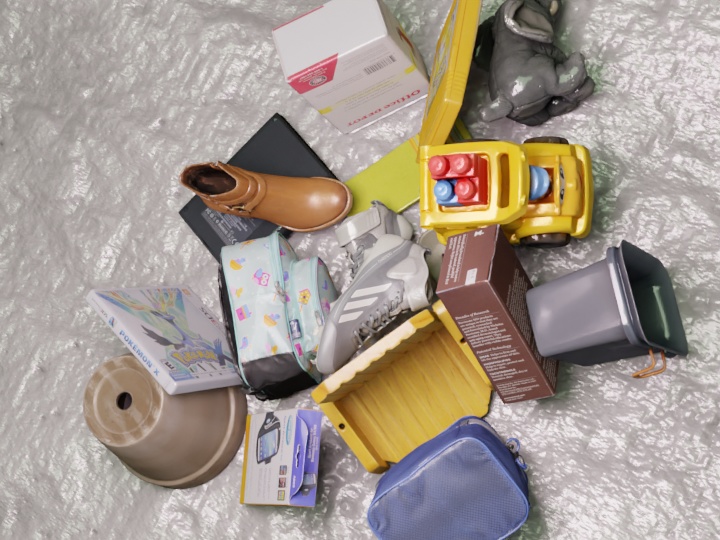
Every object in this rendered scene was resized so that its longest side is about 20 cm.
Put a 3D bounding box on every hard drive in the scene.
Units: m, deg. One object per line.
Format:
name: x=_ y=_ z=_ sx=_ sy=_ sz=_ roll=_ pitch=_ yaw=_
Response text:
hard drive: x=-0.140 y=-0.101 z=1.863 sx=0.200 sy=0.033 sz=0.140 roll=-44 pitch=68 yaw=9

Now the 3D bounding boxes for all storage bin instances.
storage bin: x=0.292 y=0.063 z=1.601 sx=0.134 sy=0.200 sz=0.146 roll=-19 pitch=73 yaw=26

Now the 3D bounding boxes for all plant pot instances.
plant pot: x=-0.272 y=0.180 z=1.777 sx=0.199 sy=0.173 sz=0.201 roll=-5 pitch=76 yaw=18

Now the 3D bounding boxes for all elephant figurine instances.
elephant figurine: x=0.206 y=-0.295 z=1.735 sx=0.141 sy=0.155 sz=0.201 roll=-25 pitch=76 yaw=19

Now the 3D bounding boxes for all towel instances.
towel: x=0.064 y=-0.128 z=1.812 sx=0.200 sy=0.018 sz=0.086 roll=-33 pitch=64 yaw=11

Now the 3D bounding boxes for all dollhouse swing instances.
dollhouse swing: x=0.059 y=0.152 z=1.627 sx=0.200 sy=0.176 sz=0.182 roll=-35 pitch=97 yaw=5

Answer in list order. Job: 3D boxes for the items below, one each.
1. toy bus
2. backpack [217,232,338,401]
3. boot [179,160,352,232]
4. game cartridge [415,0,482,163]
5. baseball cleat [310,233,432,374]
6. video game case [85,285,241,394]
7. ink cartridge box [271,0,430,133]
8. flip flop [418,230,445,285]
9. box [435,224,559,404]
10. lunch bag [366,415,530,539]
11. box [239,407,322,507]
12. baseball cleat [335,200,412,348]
toy bus: x=0.162 y=-0.102 z=1.598 sx=0.199 sy=0.192 sz=0.136 roll=-2 pitch=82 yaw=21
backpack: x=-0.104 y=0.050 z=1.744 sx=0.153 sy=0.176 sz=0.201 roll=-22 pitch=76 yaw=6
boot: x=-0.124 y=-0.106 z=1.755 sx=0.199 sy=0.155 sz=0.077 roll=9 pitch=83 yaw=22
game cartridge: x=0.112 y=-0.251 z=1.713 sx=0.032 sy=0.176 sz=0.201 roll=15 pitch=64 yaw=-4
baseball cleat: x=0.022 y=0.045 z=1.626 sx=0.106 sy=0.070 sz=0.201 roll=18 pitch=70 yaw=25
video game case: x=-0.239 y=0.086 z=1.773 sx=0.182 sy=0.200 sz=0.022 roll=44 pitch=112 yaw=22
ink cartridge box: x=-0.007 y=-0.272 z=1.769 sx=0.145 sy=0.200 sz=0.084 roll=-24 pitch=68 yaw=13
flip flop: x=0.139 y=0.025 z=1.727 sx=0.081 sy=0.058 sz=0.201 roll=-30 pitch=70 yaw=11
box: x=0.167 y=0.055 z=1.595 sx=0.075 sy=0.200 sz=0.100 roll=-13 pitch=38 yaw=25
lunch bag: x=0.113 y=0.269 z=1.640 sx=0.200 sy=0.132 sz=0.136 roll=-35 pitch=94 yaw=8
box: x=-0.098 y=0.238 z=1.706 sx=0.200 sy=0.041 sz=0.120 roll=-16 pitch=67 yaw=62
baseball cleat: x=0.000 y=0.000 z=1.729 sx=0.070 sy=0.106 sz=0.201 roll=-31 pitch=31 yaw=48
